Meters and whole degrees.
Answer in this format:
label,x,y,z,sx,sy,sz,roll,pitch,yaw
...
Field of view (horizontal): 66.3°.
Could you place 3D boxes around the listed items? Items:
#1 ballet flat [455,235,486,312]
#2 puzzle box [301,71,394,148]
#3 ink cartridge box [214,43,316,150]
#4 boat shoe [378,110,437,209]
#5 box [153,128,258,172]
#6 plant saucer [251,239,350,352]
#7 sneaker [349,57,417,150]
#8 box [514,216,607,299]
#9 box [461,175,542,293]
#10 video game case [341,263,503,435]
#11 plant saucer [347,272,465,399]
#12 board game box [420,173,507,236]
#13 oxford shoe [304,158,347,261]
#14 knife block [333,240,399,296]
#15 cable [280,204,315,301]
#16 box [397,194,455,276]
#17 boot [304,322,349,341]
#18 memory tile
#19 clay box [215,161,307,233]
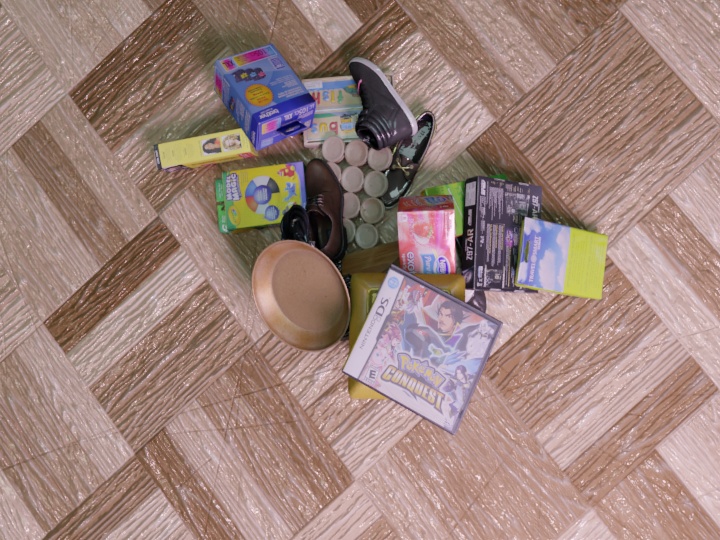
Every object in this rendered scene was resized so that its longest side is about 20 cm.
label,x,y,z,sx,sy,sz,roll,pitch,yaw
ballet flat,0.183,-0.002,1.061,0.067,0.067,0.207,-25,79,42
puzzle box,-0.023,-0.324,1.118,0.192,0.025,0.139,-4,87,4
ink cartridge box,-0.176,-0.326,1.063,0.134,0.077,0.202,-28,73,-26
boat shoe,0.090,-0.218,1.086,0.070,0.060,0.204,30,89,5
box,-0.308,-0.241,1.110,0.192,0.075,0.052,-10,94,3
plant saucer,-0.098,0.040,0.949,0.194,0.035,0.207,10,115,22
sneaker,0.014,-0.316,1.049,0.098,0.071,0.202,-33,75,-13
box,0.366,-0.021,1.025,0.193,0.047,0.127,9,87,-20
box,0.266,-0.063,1.035,0.155,0.043,0.208,3,88,-26
video game case,0.094,0.118,0.844,0.195,0.026,0.185,26,82,7
plant saucer,0.076,0.103,0.885,0.192,0.049,0.208,1,80,2
board game box,0.211,-0.122,1.054,0.194,0.030,0.099,-14,86,-23
oxford shoe,-0.073,-0.126,1.050,0.071,0.084,0.207,-19,74,20
knife block,0.000,0.000,1.074,0.172,0.066,0.199,17,47,42
cable,-0.126,-0.017,1.041,0.049,0.205,0.165,-7,42,-20
box,0.118,-0.020,0.967,0.099,0.095,0.207,-1,112,7
boot,-0.004,0.103,1.039,0.193,0.131,0.070,-15,86,3
memory tile,-0.018,-0.154,1.089,0.148,0.017,0.208,11,96,17
clay box,-0.201,-0.145,1.110,0.192,0.048,0.120,-7,86,3
